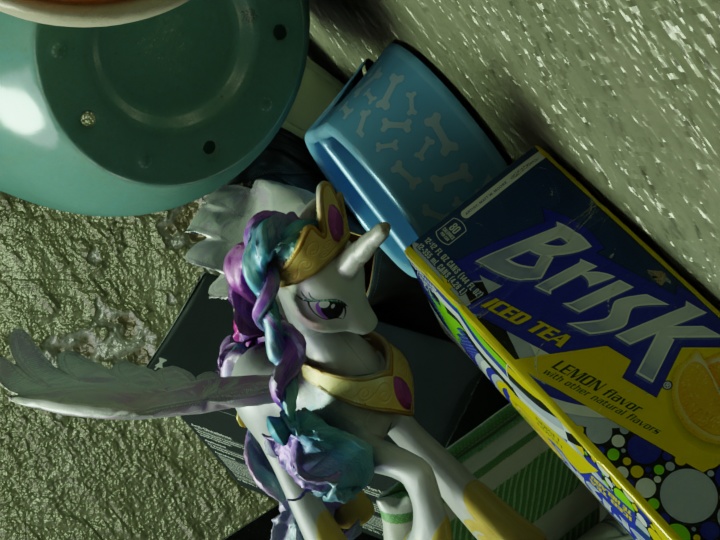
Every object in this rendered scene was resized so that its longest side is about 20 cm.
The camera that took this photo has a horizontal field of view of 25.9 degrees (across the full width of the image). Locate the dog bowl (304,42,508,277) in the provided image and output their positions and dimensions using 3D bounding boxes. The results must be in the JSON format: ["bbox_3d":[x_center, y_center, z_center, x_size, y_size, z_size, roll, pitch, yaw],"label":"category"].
[{"bbox_3d":[0.023,-0.045,0.752,0.112,0.049,0.200,52,175,-7],"label":"dog bowl"}]

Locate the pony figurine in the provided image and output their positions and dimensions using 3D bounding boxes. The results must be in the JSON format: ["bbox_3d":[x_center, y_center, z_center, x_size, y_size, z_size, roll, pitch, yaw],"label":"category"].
[{"bbox_3d":[-0.031,0.046,0.667,0.192,0.167,0.201,3,129,43],"label":"pony figurine"}]

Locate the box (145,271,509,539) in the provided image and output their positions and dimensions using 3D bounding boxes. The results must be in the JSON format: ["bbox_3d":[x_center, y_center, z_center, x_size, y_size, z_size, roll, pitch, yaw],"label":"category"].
[{"bbox_3d":[-0.004,0.088,0.892,0.198,0.079,0.141,15,156,32],"label":"box"}]

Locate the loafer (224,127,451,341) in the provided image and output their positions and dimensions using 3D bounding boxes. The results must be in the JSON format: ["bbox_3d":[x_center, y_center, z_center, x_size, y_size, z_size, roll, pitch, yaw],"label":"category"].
[{"bbox_3d":[0.000,0.000,0.871,0.199,0.073,0.073,29,-148,-18],"label":"loafer"}]

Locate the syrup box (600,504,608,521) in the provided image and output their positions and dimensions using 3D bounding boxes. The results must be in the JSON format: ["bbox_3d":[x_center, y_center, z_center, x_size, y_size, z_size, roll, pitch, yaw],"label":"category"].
[{"bbox_3d":[0.113,0.146,0.977,0.201,0.079,0.081,52,135,2],"label":"syrup box"}]

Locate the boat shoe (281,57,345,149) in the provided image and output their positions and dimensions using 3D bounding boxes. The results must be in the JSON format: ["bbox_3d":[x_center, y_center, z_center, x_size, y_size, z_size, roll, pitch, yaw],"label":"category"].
[{"bbox_3d":[-0.081,-0.119,0.933,0.202,0.072,0.061,43,147,24],"label":"boat shoe"}]

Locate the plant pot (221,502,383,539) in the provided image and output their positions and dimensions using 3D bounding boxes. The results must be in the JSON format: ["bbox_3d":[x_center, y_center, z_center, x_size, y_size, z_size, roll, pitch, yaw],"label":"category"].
[{"bbox_3d":[0.006,0.238,0.987,0.200,0.199,0.178,47,162,44],"label":"plant pot"}]

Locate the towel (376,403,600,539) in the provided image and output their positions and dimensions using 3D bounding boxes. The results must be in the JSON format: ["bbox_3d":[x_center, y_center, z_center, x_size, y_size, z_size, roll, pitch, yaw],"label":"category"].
[{"bbox_3d":[0.073,0.153,0.832,0.023,0.152,0.202,35,145,38],"label":"towel"}]

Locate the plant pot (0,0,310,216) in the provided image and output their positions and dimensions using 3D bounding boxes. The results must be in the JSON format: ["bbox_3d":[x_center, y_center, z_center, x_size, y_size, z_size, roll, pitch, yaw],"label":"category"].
[{"bbox_3d":[-0.114,-0.115,0.719,0.201,0.200,0.161,54,166,-31],"label":"plant pot"}]

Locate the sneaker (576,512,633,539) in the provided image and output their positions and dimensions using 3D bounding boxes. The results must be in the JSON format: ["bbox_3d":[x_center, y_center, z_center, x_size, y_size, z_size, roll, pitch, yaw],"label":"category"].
[{"bbox_3d":[0.164,0.155,0.777,0.075,0.087,0.199,49,158,-24],"label":"sneaker"}]

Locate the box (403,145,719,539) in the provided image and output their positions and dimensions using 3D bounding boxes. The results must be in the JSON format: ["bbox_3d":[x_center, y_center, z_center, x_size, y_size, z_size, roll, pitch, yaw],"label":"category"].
[{"bbox_3d":[0.102,0.047,0.552,0.200,0.070,0.064,48,172,37],"label":"box"}]

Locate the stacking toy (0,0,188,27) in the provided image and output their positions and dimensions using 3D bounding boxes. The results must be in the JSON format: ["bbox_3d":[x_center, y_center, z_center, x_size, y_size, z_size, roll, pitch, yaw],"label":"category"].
[{"bbox_3d":[-0.097,-0.195,0.535,0.146,0.145,0.201,50,156,17],"label":"stacking toy"}]
